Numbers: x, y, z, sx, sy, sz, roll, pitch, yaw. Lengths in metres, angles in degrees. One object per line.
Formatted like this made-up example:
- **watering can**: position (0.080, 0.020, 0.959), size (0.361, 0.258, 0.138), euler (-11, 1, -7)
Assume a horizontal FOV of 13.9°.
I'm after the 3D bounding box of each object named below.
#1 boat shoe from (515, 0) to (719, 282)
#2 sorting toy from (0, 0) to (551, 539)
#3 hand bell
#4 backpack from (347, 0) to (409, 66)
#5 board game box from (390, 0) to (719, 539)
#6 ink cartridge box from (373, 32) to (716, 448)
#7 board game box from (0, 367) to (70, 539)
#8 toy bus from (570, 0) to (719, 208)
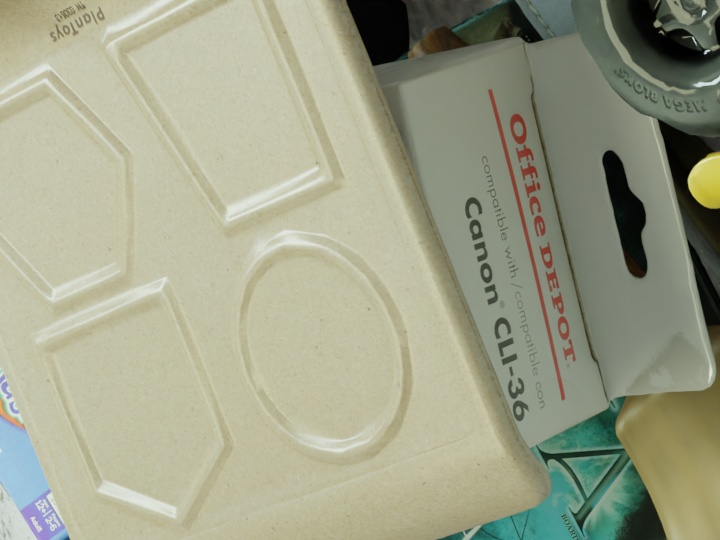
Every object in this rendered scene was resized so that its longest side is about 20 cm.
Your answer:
- **boat shoe**: position (0.103, -0.043, 0.885), size (0.202, 0.065, 0.075), euler (52, 151, 17)
- **sorting toy**: position (-0.046, -0.004, 0.866), size (0.185, 0.036, 0.201), euler (-22, 94, 43)
- **hand bell**: position (0.081, 0.005, 0.921), size (0.200, 0.104, 0.104), euler (54, 151, 10)
- **backpack**: position (-0.092, -0.098, 1.061), size (0.199, 0.127, 0.168), euler (-9, 117, 37)
- **board game box**: position (0.051, 0.023, 0.974), size (0.201, 0.135, 0.028), euler (61, -168, -4)
- **ink cartridge box**: position (0.000, 0.000, 0.893), size (0.199, 0.067, 0.117), euler (-10, 98, 40)
- **board game box**: position (-0.110, 0.025, 1.187), size (0.045, 0.200, 0.153), euler (-36, 82, 17)
- **toy bus**: position (0.141, -0.131, 0.693), size (0.191, 0.135, 0.201), euler (-9, 106, 47)
